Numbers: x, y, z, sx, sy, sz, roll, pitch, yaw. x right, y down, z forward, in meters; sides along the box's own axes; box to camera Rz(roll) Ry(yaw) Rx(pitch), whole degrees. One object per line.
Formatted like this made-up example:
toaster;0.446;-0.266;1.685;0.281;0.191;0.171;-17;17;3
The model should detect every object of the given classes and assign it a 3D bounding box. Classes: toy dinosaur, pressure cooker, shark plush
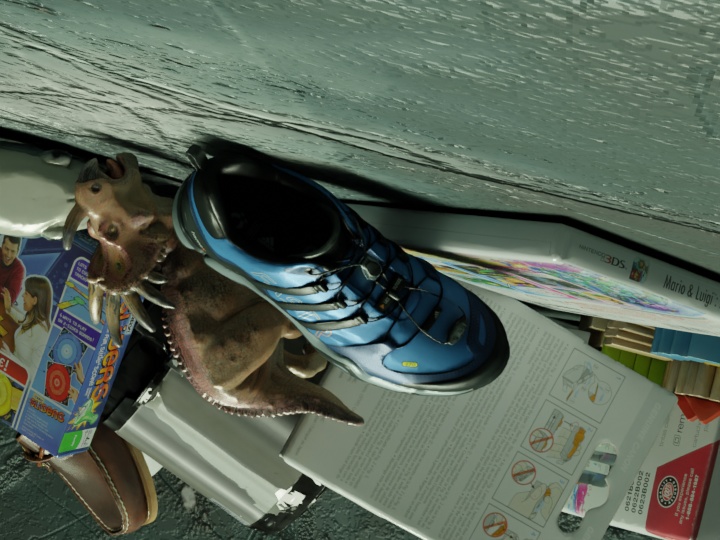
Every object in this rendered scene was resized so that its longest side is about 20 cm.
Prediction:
toy dinosaur;-0.087;0.025;1.062;0.135;0.200;0.086;-27;173;-36
pressure cooker;-0.092;0.061;1.253;0.200;0.179;0.176;36;134;-6
shark plush;-0.196;-0.064;1.139;0.200;0.091;0.083;-6;-163;-4

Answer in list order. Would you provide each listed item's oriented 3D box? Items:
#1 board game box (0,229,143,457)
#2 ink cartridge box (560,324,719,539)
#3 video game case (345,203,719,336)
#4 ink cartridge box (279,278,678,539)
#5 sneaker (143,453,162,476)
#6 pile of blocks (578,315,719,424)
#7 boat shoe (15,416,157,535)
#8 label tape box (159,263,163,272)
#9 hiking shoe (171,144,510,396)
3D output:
board game box;-0.239;0.014;1.195;0.200;0.136;0.034;30;-162;24
ink cartridge box;0.237;0.132;1.406;0.144;0.146;0.200;18;173;-38
video game case;0.107;0.000;1.025;0.182;0.024;0.200;18;174;-37
ink cartridge box;0.074;0.097;1.155;0.200;0.162;0.050;30;174;-1
sneaker;-0.220;0.081;1.367;0.200;0.080;0.070;48;170;4
pile of blocks;0.213;0.069;1.255;0.082;0.062;0.200;17;174;-29
boat shoe;-0.218;0.103;1.297;0.070;0.200;0.070;-29;177;-44
label tape box;-0.131;0.069;1.424;0.143;0.066;0.200;46;-151;6
hiking shoe;-0.010;0.006;0.958;0.200;0.075;0.087;28;169;-2
